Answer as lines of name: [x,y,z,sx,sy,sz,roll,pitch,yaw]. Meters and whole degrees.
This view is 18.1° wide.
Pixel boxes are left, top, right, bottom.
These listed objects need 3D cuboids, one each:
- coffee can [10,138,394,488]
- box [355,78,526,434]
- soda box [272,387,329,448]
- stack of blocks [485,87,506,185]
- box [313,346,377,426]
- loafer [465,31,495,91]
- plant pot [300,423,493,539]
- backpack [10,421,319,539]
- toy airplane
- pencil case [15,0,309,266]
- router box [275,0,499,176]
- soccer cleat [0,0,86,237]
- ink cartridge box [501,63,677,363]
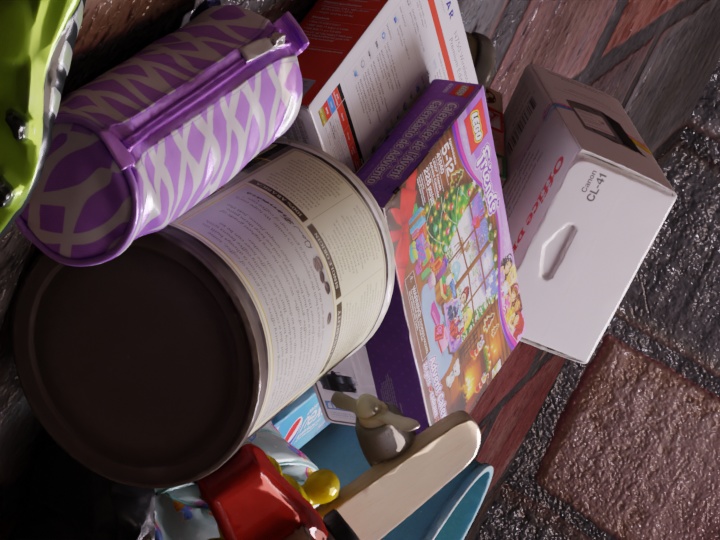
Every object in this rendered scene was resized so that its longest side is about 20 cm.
coffee can: [-0.082,0.018,1.263,0.147,0.146,0.200,-65,167,25]
box: [0.048,-0.001,1.428,0.137,0.039,0.200,-52,141,-41]
soda box: [-0.067,0.098,1.704,0.064,0.068,0.200,-65,167,22]
stack of blocks: [0.037,-0.041,1.712,0.200,0.058,0.115,-58,-161,33]
box: [0.000,0.000,1.552,0.117,0.060,0.200,-57,143,-40]
loafer: [0.015,-0.099,1.611,0.200,0.070,0.075,-54,-155,21]
plant pot: [-0.022,0.198,1.842,0.200,0.188,0.200,-55,167,-19]
backpack: [-0.114,0.163,1.419,0.200,0.127,0.167,-6,135,-44]
toy airplane: [-0.042,0.159,1.310,0.200,0.141,0.199,-8,138,-40]
pencil case: [-0.097,-0.072,1.132,0.085,0.084,0.200,-26,-169,34]
router box: [0.013,-0.083,1.432,0.180,0.049,0.200,-55,142,-37]
soccer cleat: [-0.147,-0.091,0.948,0.081,0.067,0.200,-64,179,-65]
ink cartridge box: [0.142,-0.044,1.629,0.200,0.085,0.148,-106,-141,-65]
